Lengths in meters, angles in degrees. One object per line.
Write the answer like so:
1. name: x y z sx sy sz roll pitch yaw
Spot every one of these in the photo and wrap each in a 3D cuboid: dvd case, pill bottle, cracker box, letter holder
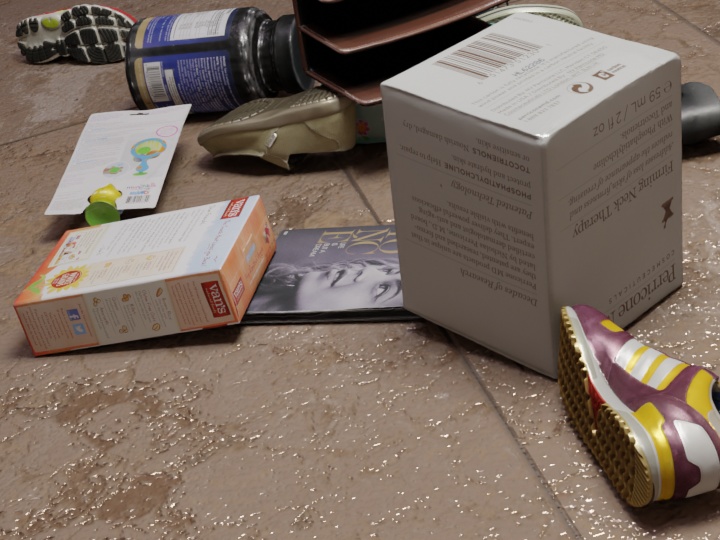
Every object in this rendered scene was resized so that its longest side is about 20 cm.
1. dvd case: 0.000 0.000 1.382 0.197 0.016 0.149 -2 29 20
2. pill bottle: -0.154 -0.234 1.790 0.197 0.113 0.112 -2 29 19
3. cracker box: -0.184 0.004 1.395 0.197 0.058 0.134 -10 27 19
4. letter holder: 0.053 -0.248 1.568 0.198 0.102 0.142 -21 32 -21

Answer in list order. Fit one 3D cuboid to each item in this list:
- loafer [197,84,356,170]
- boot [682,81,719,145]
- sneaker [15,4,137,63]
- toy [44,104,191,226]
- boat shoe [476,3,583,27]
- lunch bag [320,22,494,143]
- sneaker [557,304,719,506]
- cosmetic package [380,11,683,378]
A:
1. loafer: -0.084 -0.137 1.626 0.198 0.069 0.076 -8 22 40
2. boot: 0.236 -0.112 1.453 0.197 0.066 0.165 -9 29 -3
3. sneaker: -0.356 -0.317 2.080 0.198 0.078 0.085 6 27 31
4. toy: -0.242 -0.101 1.647 0.113 0.048 0.201 -4 32 9
5. boat shoe: 0.147 -0.258 1.750 0.198 0.075 0.063 -7 33 22
6. lunch bag: 0.057 -0.200 1.670 0.197 0.078 0.161 -4 28 16
7. sneaker: 0.195 0.086 1.085 0.089 0.076 0.201 -8 33 -9
8. cosmetic package: 0.135 -0.064 1.228 0.167 0.202 0.165 -32 39 -34
